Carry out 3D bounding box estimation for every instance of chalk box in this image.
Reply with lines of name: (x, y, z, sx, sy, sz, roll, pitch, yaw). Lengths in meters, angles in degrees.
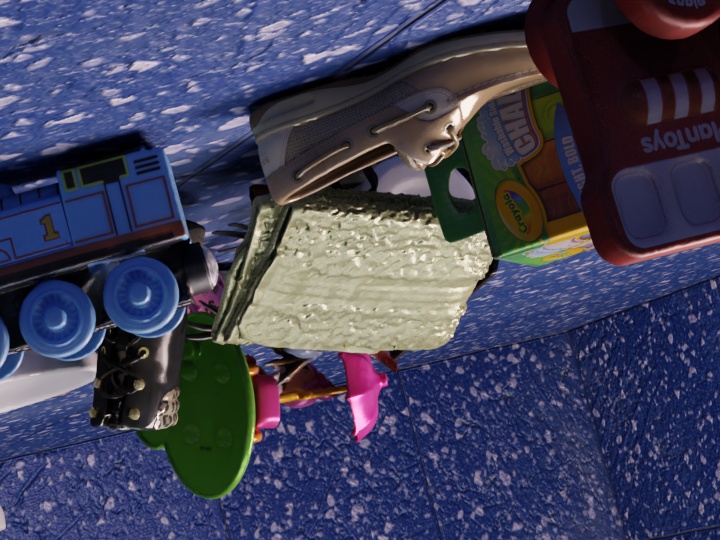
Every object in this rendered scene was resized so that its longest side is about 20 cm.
chalk box: (0.134, -0.078, 1.096, 0.198, 0.126, 0.124, -19, 172, 17)

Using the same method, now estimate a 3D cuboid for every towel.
towel: (0.000, 0.000, 1.187, 0.198, 0.037, 0.149, 2, 135, -27)

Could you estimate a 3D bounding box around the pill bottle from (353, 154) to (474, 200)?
pill bottle: (0.012, -0.015, 1.356, 0.111, 0.114, 0.200, -12, 172, -24)

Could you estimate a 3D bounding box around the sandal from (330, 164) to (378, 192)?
sandal: (-0.018, -0.066, 1.167, 0.074, 0.049, 0.200, -14, 173, -6)

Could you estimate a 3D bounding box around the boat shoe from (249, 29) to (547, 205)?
boat shoe: (0.034, -0.092, 1.014, 0.198, 0.065, 0.071, -17, 172, 12)

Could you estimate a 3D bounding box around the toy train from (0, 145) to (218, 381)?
toy train: (-0.189, -0.002, 1.027, 0.198, 0.116, 0.087, -15, 176, -3)

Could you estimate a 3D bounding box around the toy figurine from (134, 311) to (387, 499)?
toy figurine: (-0.073, 0.107, 1.435, 0.183, 0.152, 0.199, -3, 179, -37)

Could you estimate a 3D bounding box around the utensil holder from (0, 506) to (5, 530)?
utensil holder: (-0.335, 0.091, 1.087, 0.168, 0.202, 0.170, -16, 173, -2)

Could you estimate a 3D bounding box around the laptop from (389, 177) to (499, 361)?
laptop: (0.126, -0.026, 1.408, 0.115, 0.202, 0.187, 21, 148, -15)

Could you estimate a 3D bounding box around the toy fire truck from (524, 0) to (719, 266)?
toy fire truck: (0.189, -0.097, 0.887, 0.198, 0.170, 0.112, -11, 172, -26)

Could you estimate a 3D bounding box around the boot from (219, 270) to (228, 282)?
boot: (-0.165, 0.047, 1.617, 0.199, 0.073, 0.154, -26, 169, 30)

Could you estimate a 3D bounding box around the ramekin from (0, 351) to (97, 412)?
ramekin: (-0.306, 0.057, 1.298, 0.198, 0.099, 0.201, -16, 173, -2)

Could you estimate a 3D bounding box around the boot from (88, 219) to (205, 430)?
boot: (-0.165, 0.036, 1.176, 0.073, 0.156, 0.203, 6, 180, 14)

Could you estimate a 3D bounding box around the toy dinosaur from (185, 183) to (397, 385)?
toy dinosaur: (-0.045, 0.001, 1.265, 0.198, 0.106, 0.182, -2, 152, -21)

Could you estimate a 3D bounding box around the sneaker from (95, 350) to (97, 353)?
sneaker: (-0.270, 0.037, 1.436, 0.198, 0.072, 0.083, -16, -163, 10)

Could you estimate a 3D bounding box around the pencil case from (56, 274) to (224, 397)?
pencil case: (-0.210, 0.050, 1.495, 0.198, 0.087, 0.083, -20, 159, 23)
